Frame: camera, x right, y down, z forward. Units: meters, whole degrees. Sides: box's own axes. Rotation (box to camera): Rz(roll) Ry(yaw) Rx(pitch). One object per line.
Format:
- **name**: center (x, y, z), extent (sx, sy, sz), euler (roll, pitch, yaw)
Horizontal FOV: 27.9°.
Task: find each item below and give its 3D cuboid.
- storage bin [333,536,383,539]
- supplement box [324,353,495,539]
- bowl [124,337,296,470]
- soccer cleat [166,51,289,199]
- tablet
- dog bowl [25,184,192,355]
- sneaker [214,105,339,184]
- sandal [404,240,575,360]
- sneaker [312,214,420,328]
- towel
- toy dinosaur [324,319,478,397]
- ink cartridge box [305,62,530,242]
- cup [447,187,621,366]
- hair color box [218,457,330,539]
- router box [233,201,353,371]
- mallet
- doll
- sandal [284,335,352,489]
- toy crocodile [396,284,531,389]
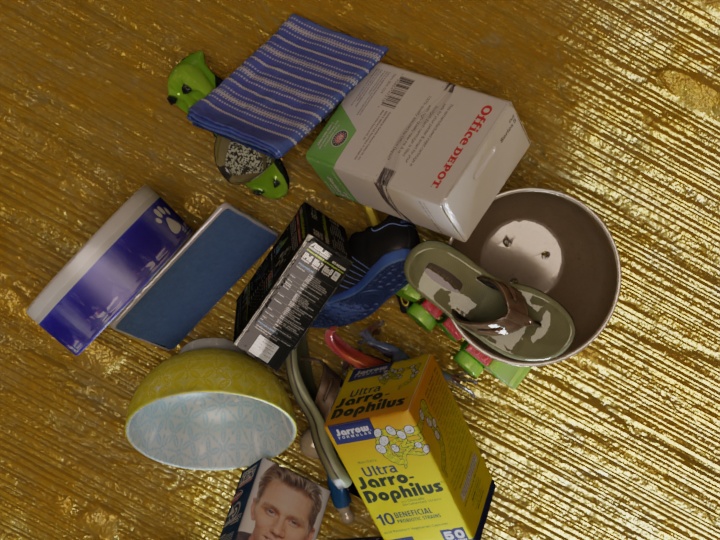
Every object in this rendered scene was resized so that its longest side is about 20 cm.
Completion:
- **storage bin**: center (0.048, 0.402, 1.759), extent (0.199, 0.094, 0.136), euler (-4, 99, 3)
- **supplement box**: center (0.059, 0.211, 1.633), extent (0.109, 0.110, 0.200), euler (-15, 116, 26)
- **bowl**: center (-0.175, 0.145, 1.709), extent (0.200, 0.200, 0.108), euler (-5, 56, 3)
- **soccer cleat**: center (-0.144, -0.170, 1.690), extent (0.067, 0.081, 0.200), euler (-21, 120, 39)
- **tablet**: center (-0.194, 0.009, 1.698), extent (0.200, 0.130, 0.014), euler (-47, 60, 8)
- **dog bowl**: center (-0.286, 0.000, 1.654), extent (0.079, 0.200, 0.200), euler (43, 98, -7)
- **sneaker**: center (-0.084, -0.173, 1.630), extent (0.200, 0.089, 0.077), euler (-45, 106, -27)
- **sandal**: center (0.136, 0.039, 1.564), extent (0.201, 0.057, 0.080), euler (27, 100, -3)
- **sneaker**: center (0.000, 0.000, 1.692), extent (0.070, 0.078, 0.200), euler (19, 143, -37)
- **towel**: center (-0.083, -0.209, 1.615), extent (0.145, 0.024, 0.200), euler (24, 58, 32)
- **toy dinosaur**: center (0.049, 0.157, 1.699), extent (0.182, 0.200, 0.105), euler (50, 116, 25)
- **ink cartridge box**: center (0.064, -0.135, 1.605), extent (0.200, 0.084, 0.146), euler (23, 71, 36)
- **cup**: center (0.191, -0.003, 1.664), extent (0.200, 0.143, 0.201), euler (0, 100, 2)
- **hair color box**: center (-0.114, 0.333, 1.701), extent (0.100, 0.200, 0.061), euler (29, 144, -16)
- **router box**: center (-0.078, 0.014, 1.648), extent (0.062, 0.200, 0.150), euler (33, 99, -10)
- **mallet**: center (0.031, -0.047, 1.720), extent (0.066, 0.041, 0.200), euler (-27, 101, 8)
- **doll**: center (0.015, 0.250, 1.758), extent (0.200, 0.048, 0.137), euler (28, 104, -2)
- **sandal**: center (-0.039, 0.158, 1.714), extent (0.057, 0.080, 0.201), euler (-23, 78, 7)
- **toy crocodile**: center (0.119, 0.066, 1.713), extent (0.200, 0.062, 0.068), euler (43, 85, -5)
